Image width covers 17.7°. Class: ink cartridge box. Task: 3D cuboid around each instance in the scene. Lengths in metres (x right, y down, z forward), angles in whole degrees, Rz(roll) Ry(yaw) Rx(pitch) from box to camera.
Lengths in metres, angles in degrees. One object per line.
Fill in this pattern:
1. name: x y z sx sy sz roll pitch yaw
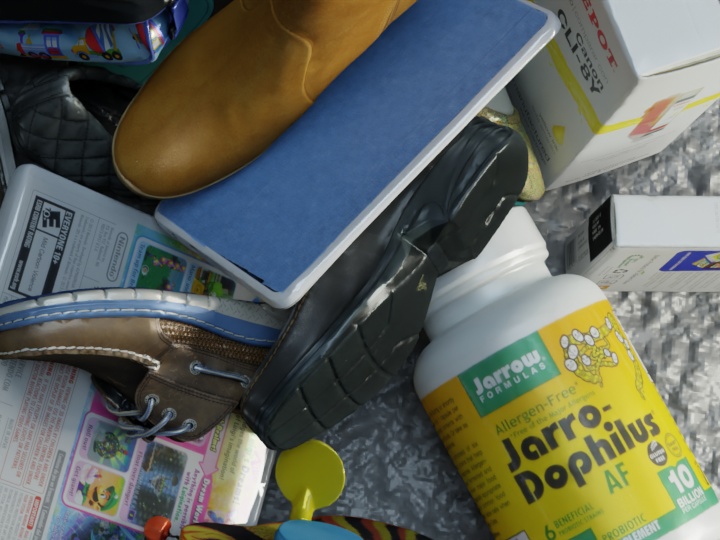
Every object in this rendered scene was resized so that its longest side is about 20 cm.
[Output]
1. ink cartridge box: 0.128 -0.144 1.216 0.083 0.200 0.145 -19 80 -14
2. ink cartridge box: 0.219 -0.013 1.255 0.200 0.095 0.037 3 75 -10

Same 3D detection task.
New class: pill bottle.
1. pill bottle: 0.097 0.073 1.202 0.113 0.113 0.200 -26 82 -16

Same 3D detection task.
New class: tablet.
1. tablet: -0.004 -0.074 1.152 0.200 0.130 0.014 -45 130 -10

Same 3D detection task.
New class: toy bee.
1. toy bee: -0.049 0.143 1.145 0.109 0.200 0.131 22 85 31

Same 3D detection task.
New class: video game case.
1. video game case: -0.123 0.071 1.173 0.182 0.024 0.200 24 71 -29

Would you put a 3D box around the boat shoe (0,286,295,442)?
1. boat shoe: -0.090 0.048 1.140 0.200 0.072 0.072 5 83 -33

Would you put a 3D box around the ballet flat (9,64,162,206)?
1. ballet flat: -0.088 -0.062 1.205 0.200 0.057 0.066 9 72 -35

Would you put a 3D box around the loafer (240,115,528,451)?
1. loafer: 0.000 0.000 1.145 0.072 0.073 0.200 31 72 26

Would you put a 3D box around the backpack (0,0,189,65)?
1. backpack: -0.137 -0.217 1.137 0.183 0.135 0.200 4 57 32

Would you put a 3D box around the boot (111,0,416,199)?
1. boot: -0.037 -0.117 1.102 0.201 0.144 0.071 -40 88 -10

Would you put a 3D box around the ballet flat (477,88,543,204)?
1. ballet flat: 0.027 -0.115 1.241 0.200 0.071 0.071 36 72 7

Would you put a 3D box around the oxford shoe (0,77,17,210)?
1. oxford shoe: -0.218 -0.062 1.198 0.084 0.073 0.200 -18 80 -12

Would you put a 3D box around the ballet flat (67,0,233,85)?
1. ballet flat: -0.075 -0.164 1.211 0.200 0.071 0.071 -34 83 24
